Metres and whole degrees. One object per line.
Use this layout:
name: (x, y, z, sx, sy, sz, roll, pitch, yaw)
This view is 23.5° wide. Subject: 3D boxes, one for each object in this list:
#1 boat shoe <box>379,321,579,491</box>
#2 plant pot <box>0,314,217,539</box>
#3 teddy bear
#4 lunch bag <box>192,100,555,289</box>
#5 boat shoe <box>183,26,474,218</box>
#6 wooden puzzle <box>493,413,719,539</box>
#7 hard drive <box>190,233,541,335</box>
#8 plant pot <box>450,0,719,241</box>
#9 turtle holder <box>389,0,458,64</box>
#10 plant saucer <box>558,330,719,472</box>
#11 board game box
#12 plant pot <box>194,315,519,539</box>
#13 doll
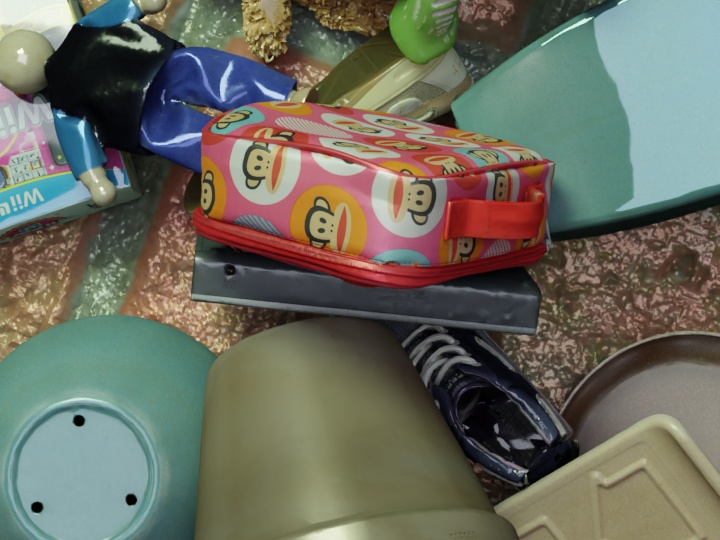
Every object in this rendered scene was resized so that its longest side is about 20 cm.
boat shoe: (0.053, 0.059, 1.080, 0.200, 0.093, 0.075, 39, 90, 14)
plant pot: (-0.162, 0.124, 1.065, 0.199, 0.135, 0.201, 0, 85, 0)
teddy bear: (-0.030, -0.208, 1.136, 0.199, 0.067, 0.146, 2, 95, -7)
lunch bag: (0.023, -0.043, 0.968, 0.175, 0.200, 0.082, 14, 103, 30)
boat shoe: (-0.022, -0.083, 1.113, 0.200, 0.073, 0.063, -36, 121, 4)
wooden puzzle: (0.163, 0.191, 1.060, 0.200, 0.046, 0.185, -32, 105, 27)
hard drive: (0.000, 0.000, 1.039, 0.199, 0.140, 0.033, 6, 101, -5)
plant pot: (0.166, -0.092, 1.090, 0.199, 0.141, 0.142, -21, 86, 6)
turtle holder: (0.020, -0.234, 1.040, 0.185, 0.132, 0.141, 43, 72, -3)
plant saucer: (0.214, 0.140, 1.120, 0.199, 0.032, 0.201, 0, 85, 0)
board game box: (-0.242, -0.122, 1.120, 0.147, 0.064, 0.201, -19, 87, -2)
plant pot: (-0.016, 0.128, 0.995, 0.199, 0.200, 0.174, -13, 66, -2)
doll: (-0.133, -0.102, 1.055, 0.199, 0.048, 0.137, 19, 87, 7)
